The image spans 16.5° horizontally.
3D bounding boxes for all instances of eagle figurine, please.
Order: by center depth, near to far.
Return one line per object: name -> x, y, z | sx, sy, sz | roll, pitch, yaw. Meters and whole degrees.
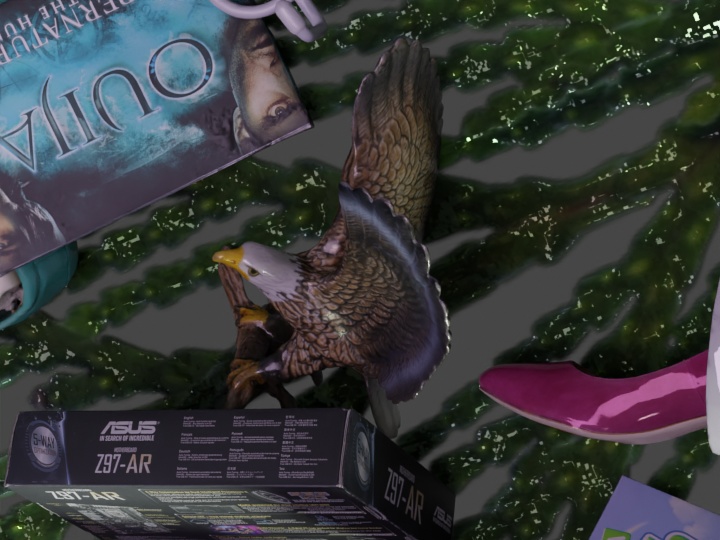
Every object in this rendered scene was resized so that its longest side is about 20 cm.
eagle figurine -> -0.005, 0.000, 1.292 | 0.200, 0.151, 0.152 | -42, 76, 34

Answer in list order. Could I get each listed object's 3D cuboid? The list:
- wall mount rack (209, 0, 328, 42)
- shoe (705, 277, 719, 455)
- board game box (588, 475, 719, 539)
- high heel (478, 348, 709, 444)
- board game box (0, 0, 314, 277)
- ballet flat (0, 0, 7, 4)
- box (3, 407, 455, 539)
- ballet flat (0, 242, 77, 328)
wall mount rack -> -0.030, -0.222, 1.269 | 0.200, 0.075, 0.174 | -37, 89, 16
shoe -> 0.228, -0.002, 1.215 | 0.091, 0.071, 0.200 | 9, 82, 18
board game box -> 0.196, 0.205, 1.272 | 0.200, 0.151, 0.037 | 21, 142, 16
high heel -> 0.161, 0.047, 1.294 | 0.200, 0.067, 0.096 | 11, 89, 28
board game box -> -0.143, -0.095, 1.350 | 0.200, 0.028, 0.135 | -26, 94, 3
ballet flat -> -0.246, -0.124, 1.396 | 0.200, 0.070, 0.067 | -49, 53, 26
box -> -0.068, 0.120, 1.351 | 0.200, 0.160, 0.044 | -2, 68, 23
ballet flat -> -0.254, 0.023, 1.438 | 0.200, 0.070, 0.067 | -28, 94, 27
